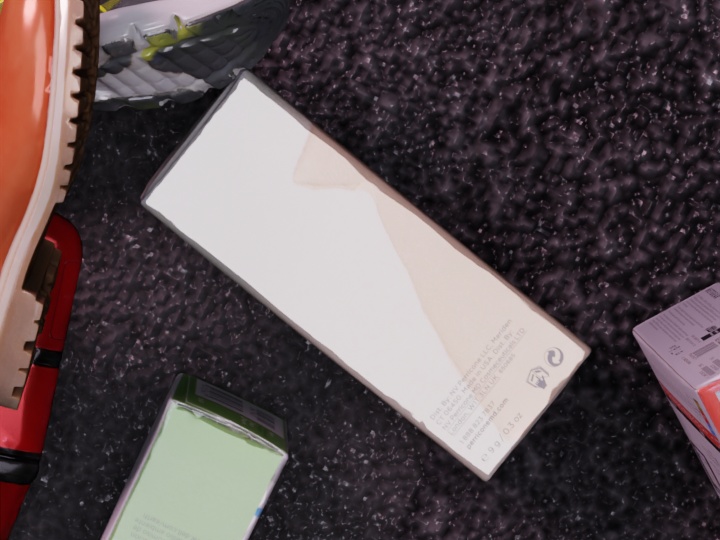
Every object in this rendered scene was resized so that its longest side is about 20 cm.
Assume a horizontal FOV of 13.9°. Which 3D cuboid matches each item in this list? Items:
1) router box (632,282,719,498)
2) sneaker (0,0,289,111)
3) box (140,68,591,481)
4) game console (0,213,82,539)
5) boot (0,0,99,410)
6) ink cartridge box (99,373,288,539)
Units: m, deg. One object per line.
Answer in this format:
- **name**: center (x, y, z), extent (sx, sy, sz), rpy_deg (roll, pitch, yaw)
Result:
- **router box**: center (0.193, 0.104, 1.300), extent (0.049, 0.200, 0.180), rpy_deg (-28, 97, 1)
- **sneaker**: center (-0.129, -0.114, 1.283), extent (0.199, 0.074, 0.085), rpy_deg (-12, 69, 14)
- **box**: center (0.000, 0.000, 1.337), extent (0.200, 0.095, 0.078), rpy_deg (39, 91, -6)
- **game console**: center (-0.238, 0.037, 1.312), extent (0.199, 0.119, 0.173), rpy_deg (11, 93, -11)
- **boot**: center (-0.166, -0.048, 1.207), extent (0.107, 0.075, 0.201), rpy_deg (16, 107, -2)
- **ink cartridge box**: center (-0.100, 0.152, 1.341), extent (0.059, 0.104, 0.200), rpy_deg (26, 94, -3)
